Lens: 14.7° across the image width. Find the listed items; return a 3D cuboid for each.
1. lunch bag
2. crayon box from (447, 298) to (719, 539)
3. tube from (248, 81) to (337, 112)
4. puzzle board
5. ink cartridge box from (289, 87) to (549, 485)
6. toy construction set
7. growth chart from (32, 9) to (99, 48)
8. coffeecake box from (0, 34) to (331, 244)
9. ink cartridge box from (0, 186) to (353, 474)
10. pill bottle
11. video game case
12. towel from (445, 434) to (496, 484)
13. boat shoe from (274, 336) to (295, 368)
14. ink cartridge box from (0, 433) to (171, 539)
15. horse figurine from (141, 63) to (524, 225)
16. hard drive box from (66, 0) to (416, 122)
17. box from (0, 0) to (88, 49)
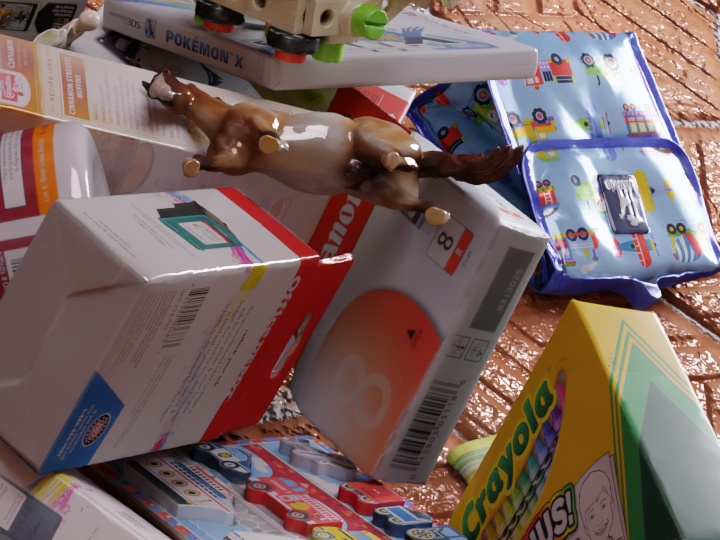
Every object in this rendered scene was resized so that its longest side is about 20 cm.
[{"bbox_3d":[0.145,-0.056,1.853,0.150,0.094,0.201,-3,57,-38],"label":"lunch bag"},{"bbox_3d":[0.118,0.147,1.451,0.058,0.200,0.173,6,39,-27],"label":"crayon box"},{"bbox_3d":[0.009,-0.061,1.652,0.052,0.058,0.200,-39,73,-12],"label":"tube"},{"bbox_3d":[-0.036,0.126,1.467,0.150,0.017,0.200,-1,18,-35],"label":"puzzle board"},{"bbox_3d":[0.000,0.000,1.558,0.050,0.163,0.200,11,21,-46],"label":"ink cartridge box"},{"bbox_3d":[-0.021,-0.165,1.578,0.131,0.093,0.199,-7,9,-44],"label":"toy construction set"},{"bbox_3d":[-0.238,-0.104,1.613,0.200,0.144,0.018,-31,96,-49],"label":"growth chart"},{"bbox_3d":[-0.136,-0.032,1.555,0.199,0.154,0.073,13,36,-20],"label":"coffeecake box"},{"bbox_3d":[-0.097,0.025,1.375,0.067,0.116,0.200,39,20,21],"label":"ink cartridge box"},{"bbox_3d":[-0.228,-0.005,1.441,0.199,0.113,0.113,-10,40,1],"label":"pill bottle"},{"bbox_3d":[-0.025,-0.141,1.683,0.199,0.022,0.182,-6,19,-37],"label":"video game case"},{"bbox_3d":[0.133,0.168,1.601,0.086,0.018,0.200,-12,51,-35],"label":"towel"},{"bbox_3d":[-0.110,0.069,1.498,0.069,0.057,0.200,38,30,28],"label":"boat shoe"},{"bbox_3d":[-0.163,0.124,1.368,0.200,0.067,0.117,35,-4,12],"label":"ink cartridge box"},{"bbox_3d":[-0.019,-0.062,1.465,0.199,0.050,0.133,9,10,-6],"label":"horse figurine"},{"bbox_3d":[-0.085,-0.094,1.740,0.199,0.077,0.156,27,35,-1],"label":"hard drive box"},{"bbox_3d":[-0.259,-0.174,1.696,0.199,0.110,0.035,-1,43,-35],"label":"box"}]
